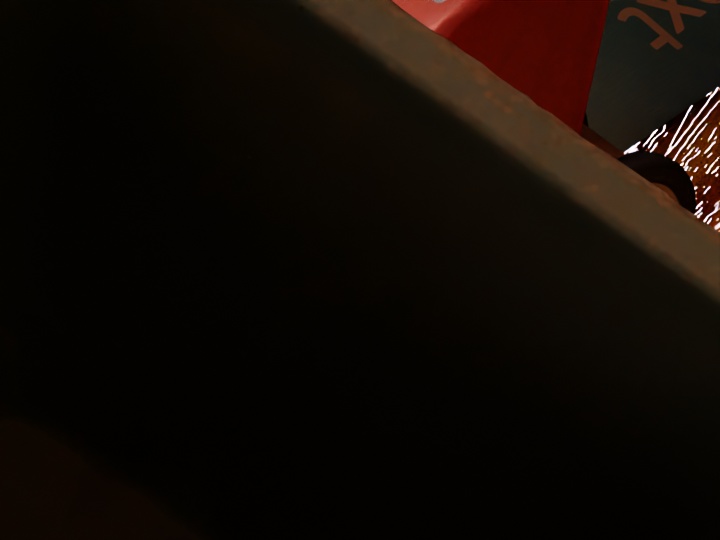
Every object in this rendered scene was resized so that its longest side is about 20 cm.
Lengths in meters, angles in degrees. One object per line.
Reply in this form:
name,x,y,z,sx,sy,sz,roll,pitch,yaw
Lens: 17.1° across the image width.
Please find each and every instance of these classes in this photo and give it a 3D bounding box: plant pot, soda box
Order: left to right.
plant pot,-0.045,0.075,0.416,0.196,0.196,0.200,-55,0,-18
soda box,0.079,-0.084,0.732,0.200,0.068,0.064,-37,17,54

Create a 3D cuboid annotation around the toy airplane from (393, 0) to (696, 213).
toy airplane,-0.023,0.013,0.629,0.200,0.141,0.199,-24,46,41
